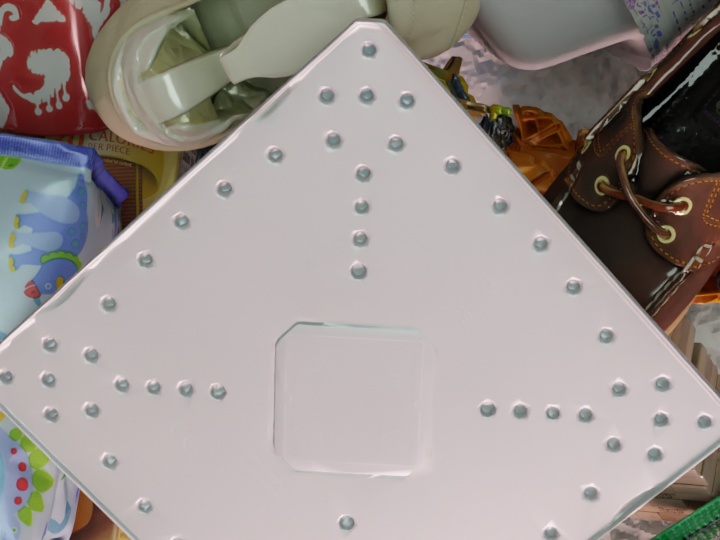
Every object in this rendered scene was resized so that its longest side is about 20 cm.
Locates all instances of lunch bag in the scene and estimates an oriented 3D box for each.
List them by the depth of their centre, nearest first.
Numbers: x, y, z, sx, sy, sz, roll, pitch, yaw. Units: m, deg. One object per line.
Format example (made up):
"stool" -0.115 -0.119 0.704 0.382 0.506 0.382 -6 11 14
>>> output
"lunch bag" -0.206 0.026 0.764 0.198 0.127 0.172 8 82 0

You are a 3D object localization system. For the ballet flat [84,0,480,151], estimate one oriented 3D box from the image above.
"ballet flat" -0.046 -0.083 0.713 0.199 0.069 0.070 -18 100 37

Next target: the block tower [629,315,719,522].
"block tower" 0.123 0.054 0.832 0.057 0.200 0.055 0 62 28

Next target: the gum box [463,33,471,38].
"gum box" 0.029 -0.192 0.871 0.198 0.045 0.172 -1 96 -5

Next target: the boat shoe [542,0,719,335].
"boat shoe" 0.115 -0.039 0.699 0.070 0.070 0.201 37 91 15

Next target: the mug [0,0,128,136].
"mug" -0.112 -0.176 0.797 0.176 0.133 0.202 -24 134 -30

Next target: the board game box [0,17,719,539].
"board game box" -0.002 0.042 0.684 0.200 0.026 0.200 -40 104 16

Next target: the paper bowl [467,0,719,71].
"paper bowl" 0.057 -0.161 0.753 0.104 0.201 0.201 -43 98 2

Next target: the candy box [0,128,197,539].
"candy box" -0.143 0.029 0.846 0.115 0.056 0.202 7 81 9

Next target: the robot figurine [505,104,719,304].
"robot figurine" 0.157 -0.023 0.853 0.198 0.145 0.059 9 113 5

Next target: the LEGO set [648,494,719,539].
"LEGO set" 0.155 0.202 0.860 0.199 0.116 0.154 -27 140 -2

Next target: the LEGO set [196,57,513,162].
"LEGO set" 0.000 0.000 0.800 0.115 0.153 0.202 12 81 -48
